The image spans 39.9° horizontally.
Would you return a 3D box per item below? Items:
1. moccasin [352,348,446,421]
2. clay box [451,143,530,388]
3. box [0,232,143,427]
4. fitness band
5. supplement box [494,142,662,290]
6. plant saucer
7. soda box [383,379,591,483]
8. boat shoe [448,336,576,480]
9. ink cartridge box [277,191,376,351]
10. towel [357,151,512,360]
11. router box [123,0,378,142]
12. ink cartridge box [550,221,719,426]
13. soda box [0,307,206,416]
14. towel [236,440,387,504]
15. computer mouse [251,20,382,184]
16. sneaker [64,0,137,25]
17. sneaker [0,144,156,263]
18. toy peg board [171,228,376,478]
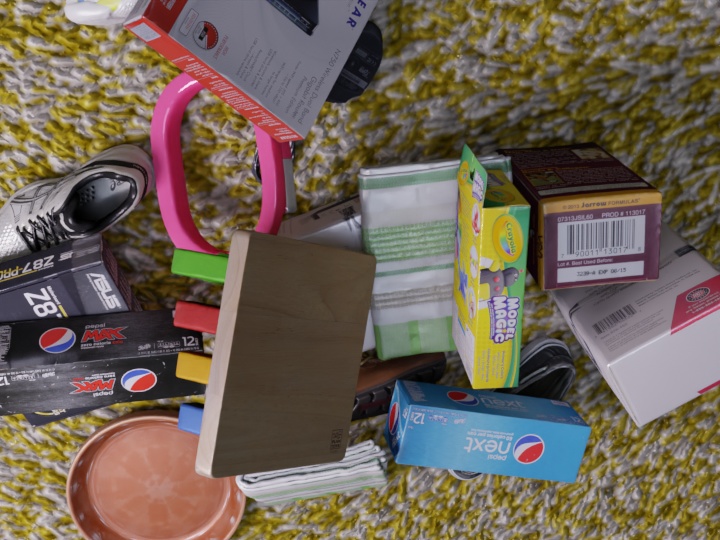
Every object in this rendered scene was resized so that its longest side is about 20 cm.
[{"bbox_3d":[0.002,0.119,1.062,0.201,0.078,0.074,-19,140,-22],"label":"moccasin"},{"bbox_3d":[0.117,-0.007,0.904,0.048,0.115,0.200,-1,112,-5],"label":"clay box"},{"bbox_3d":[-0.301,0.066,1.009,0.161,0.049,0.200,-17,134,-1],"label":"box"},{"bbox_3d":[-0.136,-0.100,0.962,0.144,0.037,0.200,-7,92,25],"label":"fitness band"},{"bbox_3d":[0.204,-0.059,0.962,0.110,0.200,0.086,-5,111,-3],"label":"supplement box"},{"bbox_3d":[-0.229,0.248,1.125,0.200,0.032,0.200,-1,110,-3],"label":"plant saucer"},{"bbox_3d":[0.130,0.167,1.027,0.200,0.064,0.068,9,106,-14],"label":"soda box"},{"bbox_3d":[0.163,0.161,1.105,0.072,0.071,0.200,31,104,-14],"label":"boat shoe"},{"bbox_3d":[0.000,0.000,1.028,0.200,0.085,0.146,-20,110,4],"label":"ink cartridge box"},{"bbox_3d":[0.077,-0.014,0.976,0.149,0.031,0.200,-6,112,-2],"label":"towel"},{"bbox_3d":[-0.083,-0.247,0.883,0.179,0.049,0.200,34,73,-30],"label":"router box"},{"bbox_3d":[0.296,0.047,1.009,0.145,0.200,0.084,-29,112,6],"label":"ink cartridge box"},{"bbox_3d":[-0.253,0.087,0.964,0.200,0.063,0.071,-4,134,-11],"label":"soda box"},{"bbox_3d":[-0.045,0.217,1.052,0.149,0.200,0.031,-9,73,0],"label":"towel"},{"bbox_3d":[-0.048,-0.169,0.996,0.059,0.034,0.200,28,111,-37],"label":"computer mouse"},{"bbox_3d":[-0.188,-0.299,0.917,0.200,0.076,0.105,-21,100,-10],"label":"sneaker"},{"bbox_3d":[-0.296,-0.057,0.982,0.200,0.088,0.076,-33,111,9],"label":"sneaker"},{"bbox_3d":[-0.090,0.069,0.889,0.098,0.200,0.199,9,90,33],"label":"toy peg board"}]
